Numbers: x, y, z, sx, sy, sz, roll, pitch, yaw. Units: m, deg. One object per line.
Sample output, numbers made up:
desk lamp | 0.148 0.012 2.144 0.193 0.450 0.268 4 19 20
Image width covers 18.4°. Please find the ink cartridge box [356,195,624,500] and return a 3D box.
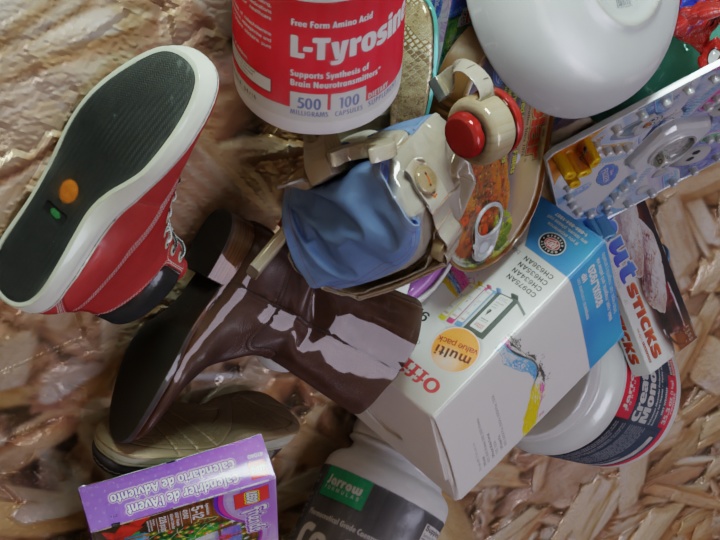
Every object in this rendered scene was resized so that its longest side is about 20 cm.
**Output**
ink cartridge box | 0.084 0.044 1.756 0.200 0.147 0.145 -44 150 -16

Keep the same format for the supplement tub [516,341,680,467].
supplement tub | 0.188 0.097 1.966 0.141 0.140 0.200 -57 150 9

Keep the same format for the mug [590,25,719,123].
mug | 0.279 -0.171 1.835 0.184 0.114 0.153 -34 146 -28

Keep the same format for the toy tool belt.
toy tool belt | 0.011 -0.049 1.481 0.122 0.126 0.200 -27 176 -40

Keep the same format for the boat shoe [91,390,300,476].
boat shoe | -0.124 0.135 1.639 0.199 0.072 0.065 -7 128 -54

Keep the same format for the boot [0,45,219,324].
boot | -0.134 -0.052 1.430 0.200 0.072 0.144 -52 152 15

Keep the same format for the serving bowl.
serving bowl | 0.163 -0.210 1.572 0.199 0.065 0.202 3 86 -42

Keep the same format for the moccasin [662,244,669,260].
moccasin | 0.234 -0.013 1.977 0.068 0.080 0.200 -56 151 -2

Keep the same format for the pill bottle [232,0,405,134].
pill bottle | -0.025 -0.193 1.385 0.112 0.112 0.201 -33 145 -30

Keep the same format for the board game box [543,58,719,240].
board game box | 0.242 -0.093 1.723 0.199 0.026 0.200 -28 160 1

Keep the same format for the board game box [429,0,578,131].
board game box | 0.108 -0.173 1.666 0.199 0.041 0.201 -27 141 -38

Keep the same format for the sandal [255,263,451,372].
sandal | 0.005 0.006 1.662 0.202 0.083 0.050 -41 180 -17

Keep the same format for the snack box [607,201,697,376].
snack box | 0.225 -0.016 1.891 0.072 0.024 0.201 -32 105 -37

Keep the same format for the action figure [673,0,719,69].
action figure | 0.263 -0.247 1.647 0.065 0.098 0.202 -14 96 -45

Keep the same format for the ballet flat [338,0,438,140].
ballet flat | 0.012 -0.106 1.584 0.065 0.071 0.201 -10 130 -19

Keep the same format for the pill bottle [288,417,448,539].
pill bottle | 0.004 0.218 1.835 0.201 0.112 0.113 -65 152 -10

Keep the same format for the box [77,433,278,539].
box | -0.129 0.193 1.631 0.136 0.039 0.200 -16 154 -9

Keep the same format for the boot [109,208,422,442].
boot | -0.062 0.072 1.594 0.199 0.064 0.187 28 97 -37

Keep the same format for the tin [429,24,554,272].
tin | 0.094 -0.095 1.632 0.111 0.042 0.202 -19 129 -38
